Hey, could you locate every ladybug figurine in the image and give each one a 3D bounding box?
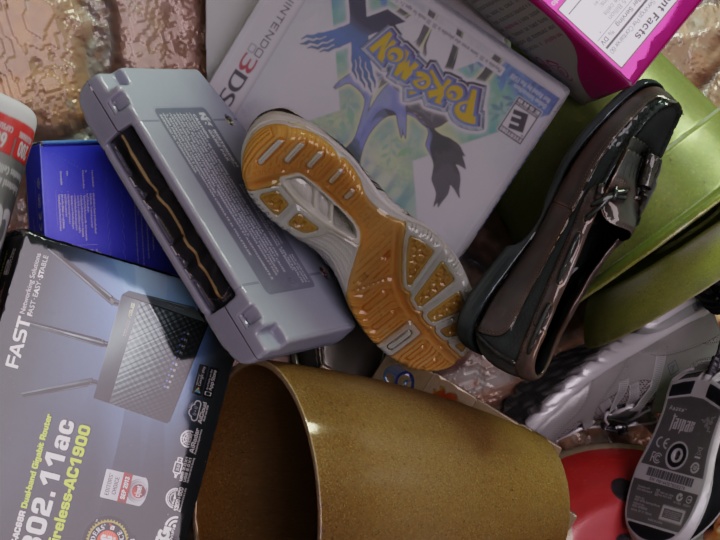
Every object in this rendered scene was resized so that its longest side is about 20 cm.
[{"bbox_3d":[0.183,0.187,1.534,0.200,0.072,0.136,-3,89,-22],"label":"ladybug figurine"}]

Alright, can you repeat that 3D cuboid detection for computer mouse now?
[{"bbox_3d":[0.235,0.099,1.489,0.044,0.110,0.200,26,83,-37],"label":"computer mouse"}]

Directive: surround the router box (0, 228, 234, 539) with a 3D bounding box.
[{"bbox_3d":[-0.167,0.089,1.356,0.150,0.062,0.200,17,83,-20],"label":"router box"}]

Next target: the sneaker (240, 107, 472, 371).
[{"bbox_3d":[0.003,-0.026,1.381,0.076,0.088,0.200,-36,111,8],"label":"sneaker"}]

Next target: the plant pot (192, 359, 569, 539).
[{"bbox_3d":[0.023,0.148,1.377,0.200,0.186,0.187,1,87,-26],"label":"plant pot"}]

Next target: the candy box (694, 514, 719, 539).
[{"bbox_3d":[0.315,0.191,1.537,0.169,0.077,0.200,57,48,-24],"label":"candy box"}]

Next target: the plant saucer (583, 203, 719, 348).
[{"bbox_3d":[0.227,-0.016,1.495,0.200,0.200,0.031,-36,92,-19],"label":"plant saucer"}]

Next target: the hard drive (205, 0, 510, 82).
[{"bbox_3d":[-0.003,-0.190,1.438,0.200,0.027,0.132,-1,87,15],"label":"hard drive"}]

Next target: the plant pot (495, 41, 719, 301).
[{"bbox_3d":[0.143,-0.096,1.485,0.200,0.200,0.190,-37,89,-19],"label":"plant pot"}]

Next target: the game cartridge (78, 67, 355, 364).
[{"bbox_3d":[-0.084,-0.035,1.366,0.200,0.040,0.133,58,27,11],"label":"game cartridge"}]

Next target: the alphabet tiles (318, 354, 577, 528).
[{"bbox_3d":[0.033,0.153,1.467,0.200,0.006,0.167,31,97,-6],"label":"alphabet tiles"}]

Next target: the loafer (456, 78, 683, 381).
[{"bbox_3d":[0.141,-0.021,1.352,0.200,0.063,0.072,-54,144,3],"label":"loafer"}]

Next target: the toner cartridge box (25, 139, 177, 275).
[{"bbox_3d":[-0.159,0.017,1.419,0.095,0.043,0.200,-2,89,-23],"label":"toner cartridge box"}]

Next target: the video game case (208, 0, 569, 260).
[{"bbox_3d":[0.003,-0.095,1.415,0.200,0.022,0.182,35,106,8],"label":"video game case"}]

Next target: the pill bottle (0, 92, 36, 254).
[{"bbox_3d":[-0.274,-0.014,1.335,0.114,0.114,0.200,17,82,-21],"label":"pill bottle"}]

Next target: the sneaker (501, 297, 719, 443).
[{"bbox_3d":[0.180,0.084,1.536,0.200,0.075,0.082,-32,98,-20],"label":"sneaker"}]

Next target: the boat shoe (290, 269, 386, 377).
[{"bbox_3d":[-0.003,0.000,1.473,0.072,0.060,0.202,7,85,-22],"label":"boat shoe"}]

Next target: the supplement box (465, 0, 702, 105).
[{"bbox_3d":[0.107,-0.206,1.352,0.200,0.101,0.103,43,80,-8],"label":"supplement box"}]
